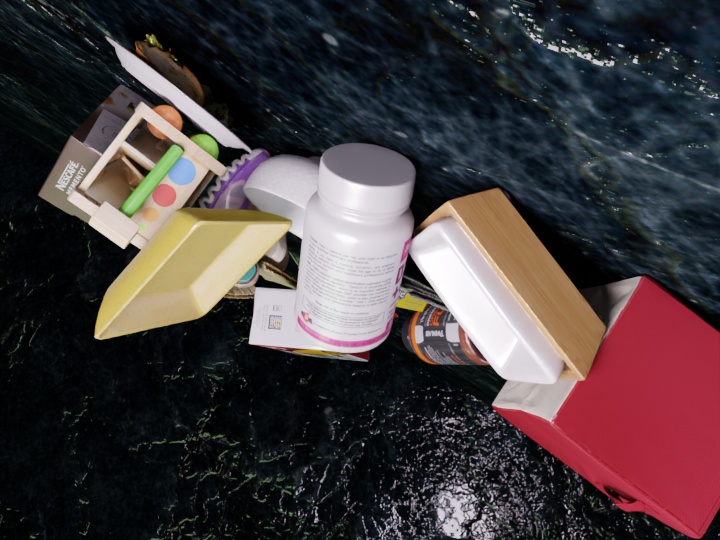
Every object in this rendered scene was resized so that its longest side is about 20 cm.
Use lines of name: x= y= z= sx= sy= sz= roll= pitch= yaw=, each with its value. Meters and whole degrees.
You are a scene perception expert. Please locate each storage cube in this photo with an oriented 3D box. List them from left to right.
storage cube: x=0.280 y=0.131 z=0.675 sx=0.179 sy=0.200 sz=0.171 roll=36 pitch=171 yaw=-2

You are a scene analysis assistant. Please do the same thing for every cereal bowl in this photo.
cereal bowl: x=-0.046 y=-0.086 z=0.824 sx=0.199 sy=0.084 sz=0.200 roll=28 pitch=170 yaw=5

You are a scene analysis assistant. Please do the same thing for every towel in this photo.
towel: x=0.096 y=0.022 z=0.899 sx=0.192 sy=0.035 sz=0.200 roll=24 pitch=-170 yaw=-16

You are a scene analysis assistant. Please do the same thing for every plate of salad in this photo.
plate of salad: x=-0.199 y=-0.205 z=0.736 sx=0.200 sy=0.048 sz=0.200 roll=37 pitch=180 yaw=0

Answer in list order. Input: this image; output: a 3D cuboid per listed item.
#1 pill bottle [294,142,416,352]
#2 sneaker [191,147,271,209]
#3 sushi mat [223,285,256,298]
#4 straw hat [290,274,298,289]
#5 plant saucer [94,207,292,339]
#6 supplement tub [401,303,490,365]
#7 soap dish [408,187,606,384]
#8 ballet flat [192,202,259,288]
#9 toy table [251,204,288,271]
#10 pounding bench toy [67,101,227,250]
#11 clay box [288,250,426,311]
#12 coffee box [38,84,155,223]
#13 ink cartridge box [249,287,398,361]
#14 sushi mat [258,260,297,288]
pill bottle: x=-0.006 y=-0.022 z=0.676 sx=0.113 sy=0.113 sz=0.201 roll=26 pitch=128 yaw=21
sneaker: x=-0.182 y=-0.080 z=0.899 sx=0.088 sy=0.200 sz=0.080 roll=39 pitch=180 yaw=-5
sushi mat: x=-0.242 y=-0.029 z=1.020 sx=0.200 sy=0.012 sz=0.095 roll=49 pitch=-159 yaw=24
straw hat: x=-0.028 y=-0.006 z=1.125 sx=0.200 sy=0.086 sz=0.201 roll=8 pitch=-166 yaw=-2
plant saucer: x=-0.201 y=-0.009 z=0.766 sx=0.049 sy=0.200 sz=0.200 roll=52 pitch=-160 yaw=12
supplement tub: x=0.150 y=0.102 z=1.054 sx=0.107 sy=0.107 sz=0.200 roll=33 pitch=158 yaw=-23
soap dish: x=0.141 y=0.016 z=0.647 sx=0.200 sy=0.081 sz=0.157 roll=52 pitch=170 yaw=1
ballet flat: x=-0.235 y=-0.042 z=0.961 sx=0.200 sy=0.068 sz=0.067 roll=44 pitch=167 yaw=2
toy table: x=-0.159 y=-0.089 z=1.047 sx=0.184 sy=0.118 sz=0.200 roll=36 pitch=170 yaw=-33
pounding bench toy: x=-0.244 y=-0.112 z=0.764 sx=0.124 sy=0.156 sz=0.200 roll=38 pitch=180 yaw=-22
clay box: x=0.000 y=0.000 z=0.970 sx=0.199 sy=0.048 sz=0.115 roll=14 pitch=-159 yaw=-33
coffee box: x=-0.372 y=-0.175 z=0.937 sx=0.080 sy=0.114 sz=0.200 roll=33 pitch=-152 yaw=-20
ink cartridge box: x=-0.046 y=0.086 z=0.963 sx=0.174 sy=0.084 sz=0.200 roll=3 pitch=170 yaw=15
sushi mat: x=-0.156 y=0.002 z=1.068 sx=0.095 sy=0.012 sz=0.200 roll=32 pitch=171 yaw=-27
